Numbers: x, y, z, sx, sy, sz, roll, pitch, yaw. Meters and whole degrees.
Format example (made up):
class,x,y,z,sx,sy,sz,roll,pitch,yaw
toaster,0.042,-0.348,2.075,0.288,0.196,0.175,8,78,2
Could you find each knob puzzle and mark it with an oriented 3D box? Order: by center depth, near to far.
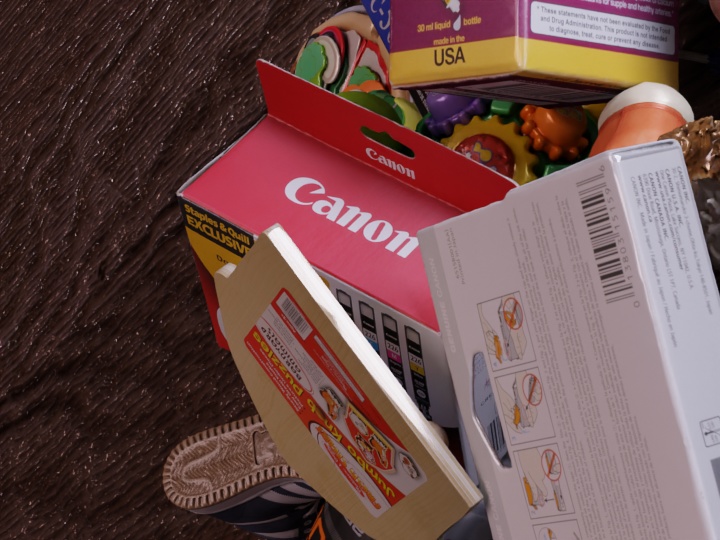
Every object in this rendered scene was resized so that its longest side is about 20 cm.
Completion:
class,x,y,z,sx,sy,sz,roll,pitch,yaw
knob puzzle,-0.011,0.073,1.133,0.220,0.030,0.220,43,155,26

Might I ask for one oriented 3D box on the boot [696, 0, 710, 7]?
class,x,y,z,sx,sy,sz,roll,pitch,yaw
boot,0.219,-0.216,1.096,0.198,0.073,0.164,34,113,49

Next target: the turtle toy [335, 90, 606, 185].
class,x,y,z,sx,sy,sz,roll,pitch,yaw
turtle toy,0.061,-0.055,1.212,0.198,0.101,0.147,12,85,21

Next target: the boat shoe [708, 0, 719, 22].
class,x,y,z,sx,sy,sz,roll,pitch,yaw
boat shoe,0.179,-0.218,1.036,0.070,0.070,0.202,-32,57,38

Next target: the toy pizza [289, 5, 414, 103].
class,x,y,z,sx,sy,sz,roll,pitch,yaw
toy pizza,-0.023,-0.095,1.496,0.200,0.031,0.202,-24,62,54

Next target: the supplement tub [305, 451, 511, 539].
class,x,y,z,sx,sy,sz,roll,pitch,yaw
supplement tub,0.025,0.181,1.253,0.201,0.122,0.123,-64,35,25

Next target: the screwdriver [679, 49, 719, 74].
class,x,y,z,sx,sy,sz,roll,pitch,yaw
screwdriver,0.185,-0.120,1.158,0.199,0.029,0.028,22,100,53

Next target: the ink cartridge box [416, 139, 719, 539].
class,x,y,z,sx,sy,sz,roll,pitch,yaw
ink cartridge box,0.109,0.056,0.979,0.173,0.043,0.202,-20,83,60

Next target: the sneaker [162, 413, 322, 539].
class,x,y,z,sx,sy,sz,roll,pitch,yaw
sneaker,-0.025,0.135,1.414,0.198,0.108,0.071,-14,63,24

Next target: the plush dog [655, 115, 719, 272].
class,x,y,z,sx,sy,sz,roll,pitch,yaw
plush dog,0.230,-0.005,0.972,0.200,0.160,0.173,-45,69,43

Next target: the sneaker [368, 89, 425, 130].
class,x,y,z,sx,sy,sz,roll,pitch,yaw
sneaker,-0.011,-0.037,1.408,0.084,0.074,0.201,48,119,25

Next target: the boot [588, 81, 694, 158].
class,x,y,z,sx,sy,sz,roll,pitch,yaw
boot,0.146,-0.022,1.122,0.200,0.074,0.108,93,-172,-67

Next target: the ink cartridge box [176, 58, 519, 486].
class,x,y,z,sx,sy,sz,roll,pitch,yaw
ink cartridge box,0.000,0.000,1.152,0.199,0.084,0.176,27,147,32

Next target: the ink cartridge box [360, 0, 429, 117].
class,x,y,z,sx,sy,sz,roll,pitch,yaw
ink cartridge box,0.065,-0.156,1.356,0.094,0.044,0.201,-58,38,30

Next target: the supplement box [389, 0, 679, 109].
class,x,y,z,sx,sy,sz,roll,pitch,yaw
supplement box,0.092,-0.193,1.089,0.103,0.130,0.202,-1,87,48
